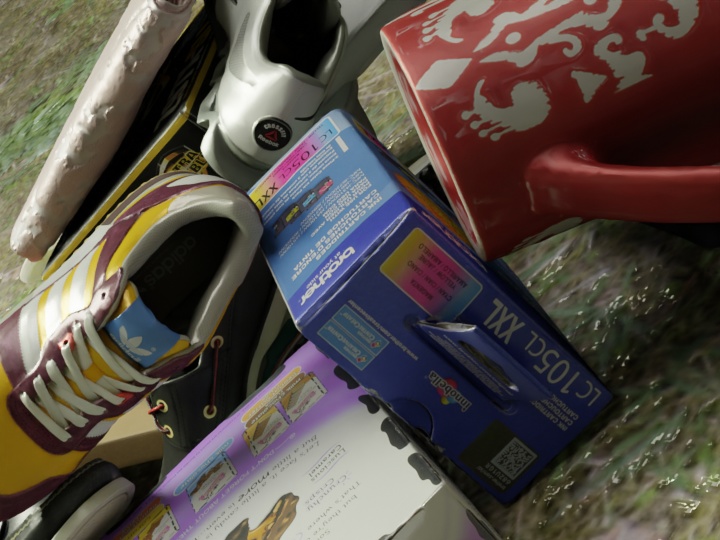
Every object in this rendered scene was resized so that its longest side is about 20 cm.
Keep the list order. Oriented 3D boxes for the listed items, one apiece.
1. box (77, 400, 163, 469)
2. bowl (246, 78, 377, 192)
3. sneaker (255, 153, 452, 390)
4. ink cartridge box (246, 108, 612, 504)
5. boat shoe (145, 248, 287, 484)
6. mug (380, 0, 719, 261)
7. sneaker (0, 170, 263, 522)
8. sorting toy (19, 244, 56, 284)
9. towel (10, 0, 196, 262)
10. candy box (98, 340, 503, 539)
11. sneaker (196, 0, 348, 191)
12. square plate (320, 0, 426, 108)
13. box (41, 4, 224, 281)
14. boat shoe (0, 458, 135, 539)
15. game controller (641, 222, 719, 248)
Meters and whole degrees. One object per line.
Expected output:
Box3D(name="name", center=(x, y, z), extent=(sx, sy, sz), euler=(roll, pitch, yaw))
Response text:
Box3D(name="box", center=(-0.193, 0.094, 0.984), extent=(0.199, 0.021, 0.163), euler=(-12, 14, -14))
Box3D(name="bowl", center=(-0.055, -0.028, 1.038), extent=(0.201, 0.090, 0.201), euler=(-34, 25, 19))
Box3D(name="sneaker", center=(0.000, 0.001, 0.924), extent=(0.200, 0.070, 0.093), euler=(-52, 30, -13))
Box3D(name="ink cartridge box", center=(0.029, 0.017, 0.768), extent=(0.076, 0.136, 0.200), euler=(-45, 23, 8))
Box3D(name="boat shoe", center=(-0.085, 0.060, 0.872), extent=(0.074, 0.063, 0.203), euler=(23, 101, 63))
Box3D(name="mug", center=(0.120, -0.089, 0.676), extent=(0.199, 0.134, 0.178), euler=(-24, 13, 1))
Box3D(name="sneaker", center=(-0.123, 0.036, 0.765), extent=(0.200, 0.075, 0.090), euler=(-53, 20, -6))
Box3D(name="sorting toy", center=(-0.157, -0.055, 1.187), extent=(0.199, 0.107, 0.180), euler=(-20, 19, 42))
Box3D(name="towel", center=(-0.137, -0.126, 0.994), extent=(0.200, 0.032, 0.191), euler=(-54, 14, 35))
Box3D(name="candy box", center=(-0.033, 0.136, 0.747), extent=(0.168, 0.072, 0.200), euler=(-43, 23, -1))
Box3D(name="sneaker", center=(-0.039, -0.138, 0.919), extent=(0.089, 0.074, 0.201), euler=(-49, 31, 36))
Box3D(name="square plate", center=(0.031, -0.201, 0.980), extent=(0.198, 0.028, 0.201), euler=(-44, 22, 47))
Box3D(name="box", center=(-0.109, -0.089, 1.014), extent=(0.160, 0.049, 0.200), euler=(-42, 21, 35))
Box3D(name="boat shoe", center=(-0.184, 0.140, 0.859), extent=(0.072, 0.068, 0.200), euler=(-34, -3, -45))
Box3D(name="game controller", center=(0.151, -0.053, 0.784), extent=(0.104, 0.042, 0.200), euler=(-12, 16, -18))
